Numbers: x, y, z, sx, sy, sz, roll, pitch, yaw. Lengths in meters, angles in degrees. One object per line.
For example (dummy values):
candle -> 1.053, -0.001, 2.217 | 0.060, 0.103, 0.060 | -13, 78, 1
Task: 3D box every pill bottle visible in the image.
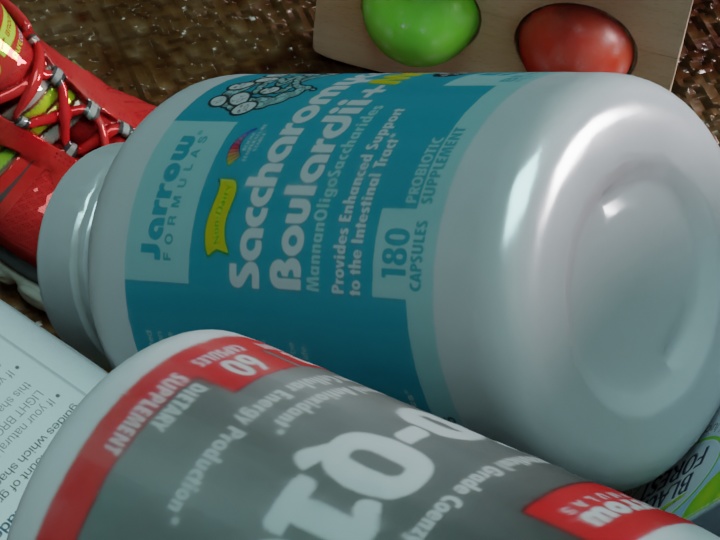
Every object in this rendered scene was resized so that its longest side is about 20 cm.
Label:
pill bottle -> 0.000, 0.000, 0.801 | 0.200, 0.111, 0.111 | 3, 41, 42
pill bottle -> 0.024, 0.097, 0.656 | 0.200, 0.114, 0.114 | 21, 51, 30

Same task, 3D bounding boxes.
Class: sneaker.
sneaker -> -0.110, -0.046, 0.914 | 0.199, 0.085, 0.077 | 19, 54, 10

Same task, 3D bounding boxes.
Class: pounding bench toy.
pounding bench toy -> 0.026, -0.152, 0.987 | 0.199, 0.124, 0.156 | 14, 52, 5

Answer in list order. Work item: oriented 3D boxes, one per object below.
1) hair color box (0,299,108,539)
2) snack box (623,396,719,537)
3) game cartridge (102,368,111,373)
hair color box -> -0.080, 0.089, 0.791 | 0.200, 0.061, 0.100 | 33, 55, 18
snack box -> 0.122, 0.040, 0.799 | 0.053, 0.200, 0.142 | 37, 54, -9
game cartridge -> -0.084, 0.094, 0.841 | 0.199, 0.032, 0.177 | -5, 53, -9
